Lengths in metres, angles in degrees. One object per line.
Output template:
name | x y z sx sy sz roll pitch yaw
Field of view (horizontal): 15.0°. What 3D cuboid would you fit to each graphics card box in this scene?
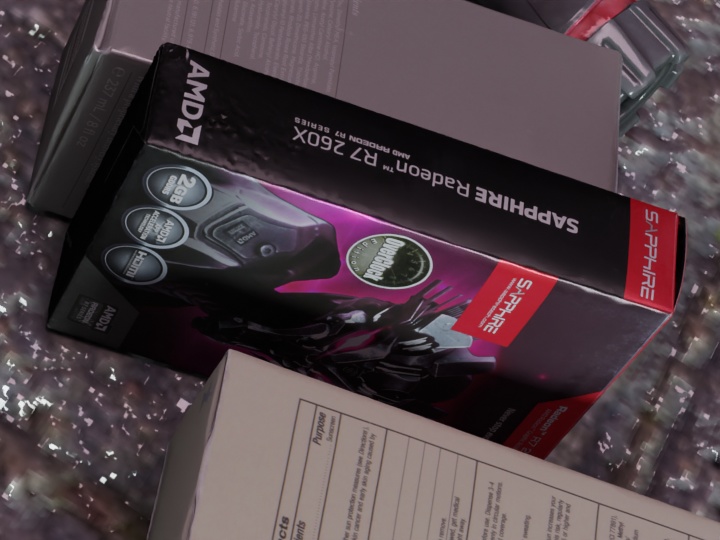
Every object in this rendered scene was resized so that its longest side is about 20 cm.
graphics card box | 0.000 0.000 0.975 0.199 0.126 0.051 19 53 -14

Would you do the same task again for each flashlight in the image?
flashlight | 0.045 -0.137 1.126 0.200 0.068 0.068 47 55 8

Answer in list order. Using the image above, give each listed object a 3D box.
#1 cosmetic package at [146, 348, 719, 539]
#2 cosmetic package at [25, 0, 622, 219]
cosmetic package | 0.025 0.115 0.944 0.199 0.071 0.106 21 53 -11
cosmetic package | -0.012 -0.053 1.018 0.199 0.107 0.091 18 52 -11
